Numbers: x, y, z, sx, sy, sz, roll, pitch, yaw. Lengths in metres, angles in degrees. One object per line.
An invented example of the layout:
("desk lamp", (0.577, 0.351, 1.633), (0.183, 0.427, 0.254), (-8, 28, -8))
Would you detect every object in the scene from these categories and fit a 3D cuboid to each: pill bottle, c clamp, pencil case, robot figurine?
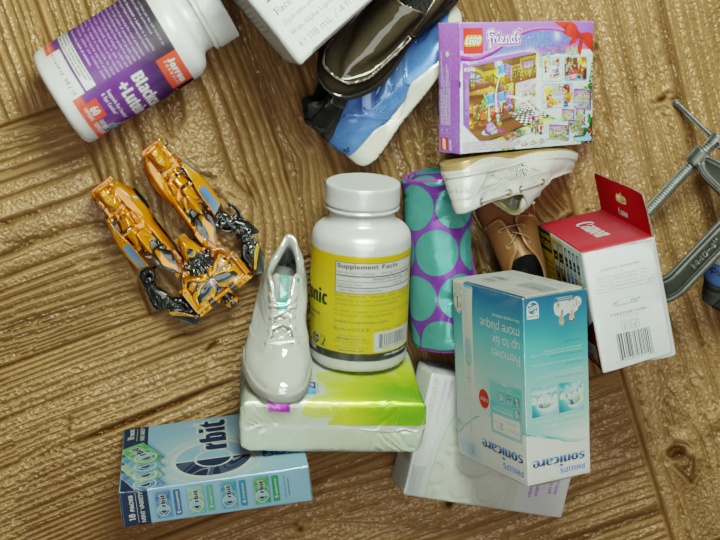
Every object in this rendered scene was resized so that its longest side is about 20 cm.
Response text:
("pill bottle", (-0.232, -0.232, 1.465), (0.199, 0.111, 0.112), (-32, 102, -1))
("c clamp", (0.357, -0.068, 1.575), (0.027, 0.171, 0.200), (21, 109, -51))
("pencil case", (0.096, -0.014, 1.556), (0.092, 0.085, 0.202), (-3, 101, 10))
("robot figurine", (-0.198, -0.036, 1.528), (0.145, 0.058, 0.200), (-38, 101, 1))
("pill bottle", (0.000, 0.000, 1.521), (0.110, 0.111, 0.201), (0, 107, -7))

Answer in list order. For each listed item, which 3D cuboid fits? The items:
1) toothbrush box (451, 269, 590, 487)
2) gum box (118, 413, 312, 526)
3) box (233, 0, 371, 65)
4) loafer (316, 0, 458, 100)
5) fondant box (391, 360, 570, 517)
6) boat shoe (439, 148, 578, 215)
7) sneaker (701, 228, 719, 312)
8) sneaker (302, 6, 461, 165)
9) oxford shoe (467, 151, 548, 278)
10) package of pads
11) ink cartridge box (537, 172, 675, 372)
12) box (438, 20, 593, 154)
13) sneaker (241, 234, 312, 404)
("toothbrush box", (0.170, 0.111, 1.480), (0.085, 0.146, 0.202), (-9, 102, -25))
("gum box", (-0.160, 0.210, 1.516), (0.198, 0.170, 0.045), (-8, 107, -5))
("box", (-0.039, -0.326, 1.428), (0.199, 0.200, 0.131), (-41, 102, 1))
("loafer", (0.028, -0.262, 1.440), (0.073, 0.071, 0.200), (39, 75, 12))
("fondant box", (0.150, 0.195, 1.601), (0.199, 0.058, 0.145), (10, 98, -17))
("boat shoe", (0.164, -0.095, 1.515), (0.199, 0.071, 0.070), (-11, 96, -40))
("sneaker", (0.475, -0.016, 1.613), (0.199, 0.077, 0.112), (-23, 132, -26))
("sneaker", (0.017, -0.224, 1.506), (0.111, 0.077, 0.200), (33, 101, -21))
("oxford shoe", (0.173, -0.045, 1.568), (0.071, 0.071, 0.201), (-22, 97, -1))
("package of pads", (-0.034, 0.139, 1.531), (0.198, 0.155, 0.069), (2, 110, -5))
("ink cartridge box", (0.261, -0.004, 1.519), (0.083, 0.200, 0.177), (-13, 101, -4))
("box", (0.172, -0.202, 1.512), (0.199, 0.039, 0.138), (-7, 102, -36))
("sneaker", (-0.086, 0.047, 1.481), (0.075, 0.201, 0.089), (4, 135, -8))
